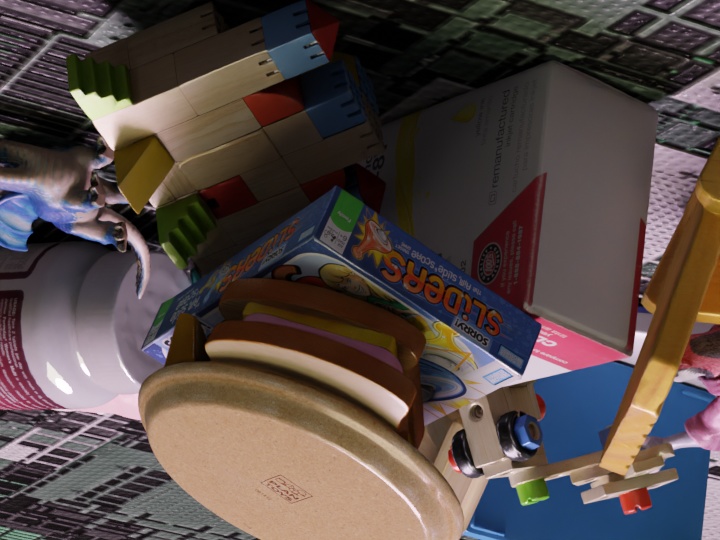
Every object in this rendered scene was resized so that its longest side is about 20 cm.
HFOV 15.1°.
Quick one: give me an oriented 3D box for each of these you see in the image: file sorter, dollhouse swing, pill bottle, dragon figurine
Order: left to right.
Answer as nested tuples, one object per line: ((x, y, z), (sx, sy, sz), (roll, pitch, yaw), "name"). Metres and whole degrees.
((-0.211, 0.037, 1.779), (0.199, 0.110, 0.109), (-2, 160, 33), "pill bottle")
((-0.189, -0.045, 1.627), (0.099, 0.059, 0.200), (2, 160, 14), "dragon figurine")
((0.123, 0.134, 1.847), (0.199, 0.140, 0.122), (18, 162, -31), "file sorter")
((0.236, 0.022, 1.503), (0.181, 0.177, 0.200), (7, 160, -1), "dollhouse swing")

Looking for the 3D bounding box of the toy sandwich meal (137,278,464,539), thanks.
((-0.027, 0.082, 1.421), (0.204, 0.070, 0.205), (20, 152, 11), "toy sandwich meal")

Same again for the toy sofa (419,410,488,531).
((-0.004, 0.082, 1.697), (0.199, 0.083, 0.097), (31, -164, 24), "toy sofa")

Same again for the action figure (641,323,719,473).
((0.252, 0.066, 1.661), (0.148, 0.135, 0.199), (4, 176, 41), "action figure")

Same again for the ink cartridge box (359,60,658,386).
((0.061, -0.014, 1.497), (0.083, 0.146, 0.200), (21, 156, -34), "ink cartridge box")

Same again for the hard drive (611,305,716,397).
((0.157, 0.051, 1.842), (0.199, 0.026, 0.132), (4, 161, 5), "hard drive")

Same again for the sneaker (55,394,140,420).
((-0.159, 0.074, 1.940), (0.200, 0.076, 0.104), (27, 152, -35), "sneaker")

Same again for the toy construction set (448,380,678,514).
((0.101, 0.063, 1.611), (0.092, 0.201, 0.131), (-39, 160, 28), "toy construction set")

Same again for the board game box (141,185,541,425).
((-0.014, 0.035, 1.436), (0.135, 0.035, 0.200), (33, 148, -16), "board game box")

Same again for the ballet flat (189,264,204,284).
((-0.082, 0.028, 1.829), (0.062, 0.068, 0.200), (-20, 168, -10), "ballet flat")

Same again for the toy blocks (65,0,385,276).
((-0.051, -0.076, 1.445), (0.136, 0.100, 0.200), (-21, 139, 11), "toy blocks")
